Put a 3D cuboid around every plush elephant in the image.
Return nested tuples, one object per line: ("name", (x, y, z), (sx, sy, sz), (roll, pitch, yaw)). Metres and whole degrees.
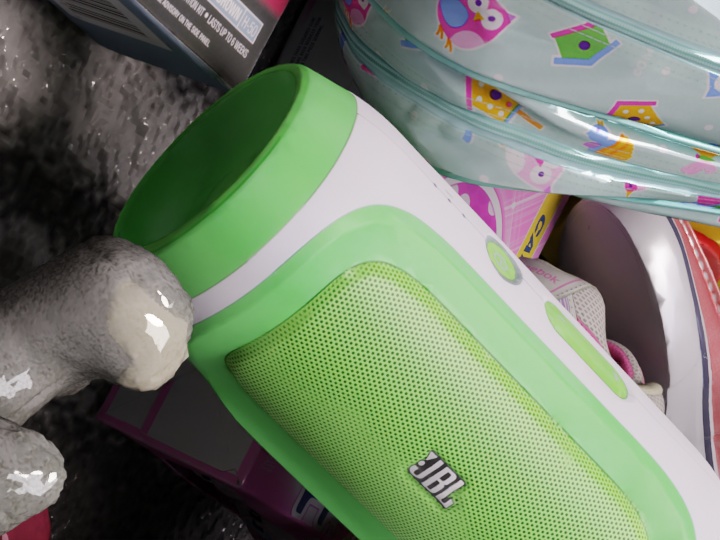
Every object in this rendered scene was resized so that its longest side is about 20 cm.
("plush elephant", (-0.107, 0.103, 0.549), (0.200, 0.165, 0.155), (-32, 94, -24))

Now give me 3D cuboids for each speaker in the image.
("speaker", (0.023, 0.036, 0.610), (0.200, 0.088, 0.089), (45, 67, -21))

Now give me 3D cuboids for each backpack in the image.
("backpack", (0.094, -0.088, 0.634), (0.199, 0.167, 0.127), (6, 118, -28))

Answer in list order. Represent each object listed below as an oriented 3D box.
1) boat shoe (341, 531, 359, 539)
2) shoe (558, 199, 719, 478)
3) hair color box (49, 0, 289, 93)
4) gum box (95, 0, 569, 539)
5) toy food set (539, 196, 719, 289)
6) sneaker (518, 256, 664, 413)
("boat shoe", (-0.041, 0.162, 0.746), (0.074, 0.066, 0.200), (-4, 128, -55))
("shoe", (0.140, 0.034, 0.825), (0.091, 0.071, 0.200), (-29, 128, -16))
("hair color box", (-0.032, -0.163, 0.602), (0.200, 0.061, 0.099), (-63, 148, -9))
("gum box", (0.000, 0.000, 0.743), (0.200, 0.066, 0.113), (-63, 147, -8))
("toy food set", (0.147, -0.009, 0.856), (0.198, 0.199, 0.049), (132, -32, -53))
("sneaker", (0.075, 0.074, 0.757), (0.088, 0.081, 0.200), (-49, 143, -23))
